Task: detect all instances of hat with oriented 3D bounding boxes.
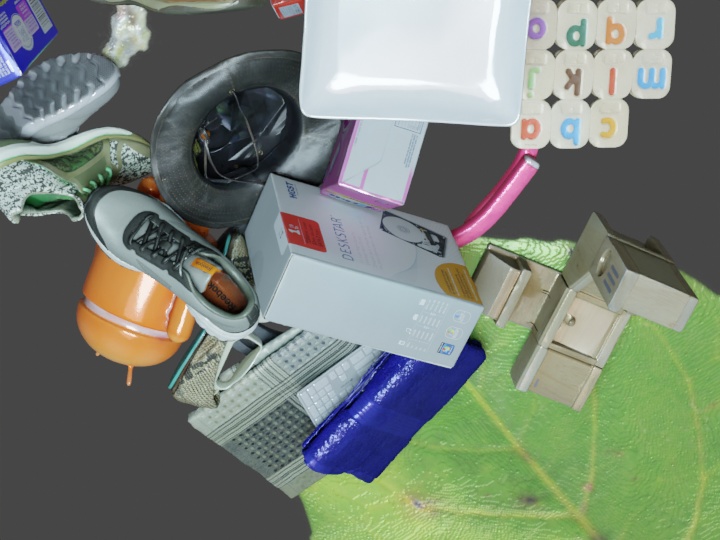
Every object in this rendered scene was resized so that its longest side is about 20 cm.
[{"bbox_3d":[-0.118,-0.140,1.438,0.200,0.081,0.201,-12,124,-18],"label":"hat"}]

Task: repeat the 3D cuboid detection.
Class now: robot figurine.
[{"bbox_3d":[-0.216,0.009,1.482,0.144,0.117,0.201,23,98,6],"label":"robot figurine"}]

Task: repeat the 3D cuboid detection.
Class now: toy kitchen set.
[{"bbox_3d":[0.203,0.051,1.488,0.163,0.181,0.200,22,108,-10],"label":"toy kitchen set"}]

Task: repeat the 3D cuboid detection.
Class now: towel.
[{"bbox_3d":[-0.061,0.145,1.586,0.200,0.035,0.193,-37,129,13],"label":"towel"},{"bbox_3d":[0.034,0.135,1.543,0.200,0.050,0.148,-47,153,9],"label":"towel"}]

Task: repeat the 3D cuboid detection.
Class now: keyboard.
[{"bbox_3d":[0.024,0.091,1.547,0.200,0.011,0.056,-36,127,-13],"label":"keyboard"}]

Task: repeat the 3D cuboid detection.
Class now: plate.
[{"bbox_3d":[0.049,-0.227,1.280,0.199,0.032,0.200,2,117,-4],"label":"plate"}]

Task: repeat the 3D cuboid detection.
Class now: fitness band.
[{"bbox_3d":[0.094,-0.109,1.491,0.143,0.037,0.200,34,108,-15],"label":"fitness band"}]

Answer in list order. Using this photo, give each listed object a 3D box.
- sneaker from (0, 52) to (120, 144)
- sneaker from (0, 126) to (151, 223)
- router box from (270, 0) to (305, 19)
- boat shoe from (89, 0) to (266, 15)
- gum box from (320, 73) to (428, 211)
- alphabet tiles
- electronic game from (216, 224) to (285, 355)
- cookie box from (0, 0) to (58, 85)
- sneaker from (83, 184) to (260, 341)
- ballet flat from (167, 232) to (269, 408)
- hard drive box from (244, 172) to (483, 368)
[{"bbox_3d":[-0.316,-0.141,1.458,0.200,0.075,0.082,-33,146,8],"label":"sneaker"},{"bbox_3d":[-0.277,-0.079,1.422,0.200,0.089,0.077,-13,146,-37],"label":"sneaker"},{"bbox_3d":[-0.012,-0.346,1.321,0.179,0.049,0.201,-14,82,4],"label":"router box"},{"bbox_3d":[-0.175,-0.276,1.346,0.200,0.076,0.074,12,109,31],"label":"boat shoe"},{"bbox_3d":[0.027,-0.162,1.384,0.066,0.113,0.201,17,86,-9],"label":"gum box"},{"bbox_3d":[0.209,-0.217,1.441,0.199,0.015,0.196,-2,106,-8],"label":"alphabet tiles"},{"bbox_3d":[-0.066,0.017,1.539,0.199,0.042,0.201,-2,123,-4],"label":"electronic game"},{"bbox_3d":[-0.399,-0.191,1.364,0.200,0.171,0.075,-23,110,9],"label":"cookie box"},{"bbox_3d":[-0.170,-0.015,1.378,0.200,0.079,0.074,38,73,-5],"label":"sneaker"},{"bbox_3d":[-0.130,0.056,1.487,0.075,0.068,0.200,22,114,-5],"label":"ballet flat"},{"bbox_3d":[0.000,0.000,1.415,0.199,0.156,0.077,15,118,-21],"label":"hard drive box"}]
